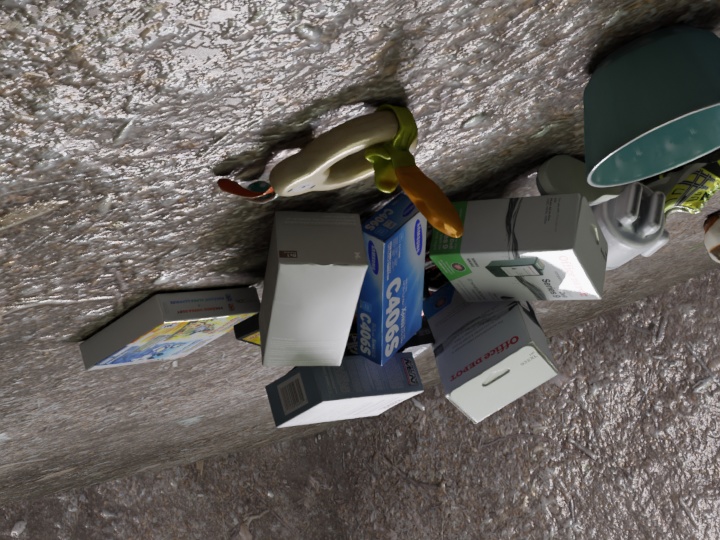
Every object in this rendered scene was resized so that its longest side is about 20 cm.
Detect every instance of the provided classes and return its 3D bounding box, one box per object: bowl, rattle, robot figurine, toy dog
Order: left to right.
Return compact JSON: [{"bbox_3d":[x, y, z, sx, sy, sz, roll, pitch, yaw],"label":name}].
[{"bbox_3d":[-0.021,-0.063,0.968,0.198,0.144,0.130,-25,-174,0],"label":"rattle"},{"bbox_3d":[0.402,-0.069,1.591,0.168,0.114,0.200,24,157,-7],"label":"robot figurine"},{"bbox_3d":[0.308,-0.175,1.027,0.198,0.106,0.201,-18,168,-4],"label":"bowl"},{"bbox_3d":[0.831,-0.075,2.145,0.198,0.141,0.195,-17,154,-9],"label":"toy dog"}]

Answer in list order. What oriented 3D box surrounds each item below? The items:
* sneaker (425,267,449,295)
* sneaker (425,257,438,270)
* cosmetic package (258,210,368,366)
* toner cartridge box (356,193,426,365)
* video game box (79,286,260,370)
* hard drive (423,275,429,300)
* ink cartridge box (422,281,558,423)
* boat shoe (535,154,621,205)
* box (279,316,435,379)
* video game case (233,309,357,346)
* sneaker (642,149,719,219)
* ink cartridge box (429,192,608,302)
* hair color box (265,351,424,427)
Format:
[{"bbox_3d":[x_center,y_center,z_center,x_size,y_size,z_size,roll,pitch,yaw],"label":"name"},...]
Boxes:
[{"bbox_3d":[0.097,0.046,1.600,0.077,0.086,0.199,-25,-166,-40],"label":"sneaker"},{"bbox_3d":[0.120,0.050,1.675,0.078,0.117,0.200,-11,165,-30],"label":"sneaker"},{"bbox_3d":[-0.061,0.026,1.193,0.105,0.091,0.201,2,137,-13],"label":"cosmetic package"},{"bbox_3d":[0.038,0.014,1.258,0.095,0.043,0.202,-42,144,-39],"label":"toner cartridge box"},{"bbox_3d":[-0.268,0.082,1.420,0.199,0.047,0.181,-29,166,38],"label":"video game box"},{"bbox_3d":[0.005,0.039,1.519,0.198,0.033,0.140,-20,-162,6],"label":"hard drive"},{"bbox_3d":[0.180,0.093,1.432,0.144,0.201,0.084,-34,126,18],"label":"ink cartridge box"},{"bbox_3d":[0.281,-0.108,1.352,0.071,0.071,0.200,-30,165,36],"label":"boat shoe"},{"bbox_3d":[-0.009,0.134,1.461,0.160,0.050,0.200,-9,159,-36],"label":"box"},{"bbox_3d":[-0.043,0.063,1.368,0.198,0.026,0.180,-26,155,22],"label":"video game case"},{"bbox_3d":[0.542,-0.134,1.605,0.198,0.077,0.075,-26,164,24],"label":"sneaker"},{"bbox_3d":[0.211,-0.026,1.325,0.198,0.085,0.146,-2,152,30],"label":"ink cartridge box"},{"bbox_3d":[-0.019,0.158,1.347,0.199,0.061,0.099,2,153,-47],"label":"hair color box"}]
